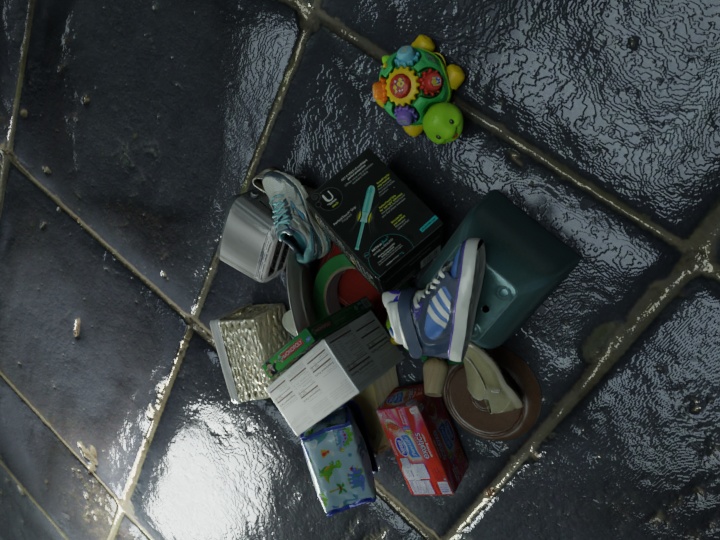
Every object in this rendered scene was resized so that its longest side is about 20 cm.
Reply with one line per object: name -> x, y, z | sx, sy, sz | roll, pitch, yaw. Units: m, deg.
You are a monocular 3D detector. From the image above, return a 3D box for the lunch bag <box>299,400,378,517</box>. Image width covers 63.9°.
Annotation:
lunch bag -> -0.041, 0.362, 1.165 | 0.127, 0.200, 0.171 | -17, 94, -3

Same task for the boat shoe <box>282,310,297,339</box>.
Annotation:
boat shoe -> -0.089, 0.163, 1.266 | 0.200, 0.073, 0.062 | 40, 163, 7

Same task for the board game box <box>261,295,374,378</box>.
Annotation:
board game box -> -0.073, 0.118, 1.049 | 0.134, 0.200, 0.029 | -41, 81, 32

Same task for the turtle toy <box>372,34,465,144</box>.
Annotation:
turtle toy -> 0.102, -0.298, 0.985 | 0.200, 0.101, 0.146 | 48, 122, 10

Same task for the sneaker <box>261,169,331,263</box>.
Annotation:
sneaker -> -0.135, -0.104, 1.132 | 0.077, 0.086, 0.200 | -28, 98, 42

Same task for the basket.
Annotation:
basket -> -0.228, 0.180, 1.296 | 0.123, 0.135, 0.201 | -10, 99, 30

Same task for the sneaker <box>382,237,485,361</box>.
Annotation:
sneaker -> 0.098, 0.035, 0.858 | 0.146, 0.081, 0.201 | 15, 117, 22

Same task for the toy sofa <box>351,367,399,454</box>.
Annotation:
toy sofa -> 0.029, 0.271, 1.213 | 0.083, 0.097, 0.201 | -1, 105, 55

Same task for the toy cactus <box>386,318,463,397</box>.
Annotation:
toy cactus -> 0.132, 0.144, 1.044 | 0.199, 0.166, 0.102 | 19, 154, -19

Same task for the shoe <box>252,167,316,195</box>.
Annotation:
shoe -> -0.139, -0.150, 1.197 | 0.200, 0.053, 0.070 | 31, 117, 19

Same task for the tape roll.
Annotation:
tape roll -> 0.002, 0.058, 1.135 | 0.200, 0.048, 0.202 | 9, 108, 28

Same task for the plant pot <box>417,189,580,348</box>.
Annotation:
plant pot -> 0.209, 0.011, 0.954 | 0.196, 0.200, 0.196 | 41, 120, 13

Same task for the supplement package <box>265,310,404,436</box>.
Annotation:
supplement package -> -0.047, 0.190, 1.070 | 0.200, 0.156, 0.111 | -42, 80, 37

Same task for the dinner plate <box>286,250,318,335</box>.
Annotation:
dinner plate -> -0.112, 0.058, 1.163 | 0.024, 0.200, 0.201 | -10, 100, 8

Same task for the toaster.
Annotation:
toaster -> -0.221, -0.064, 1.234 | 0.129, 0.114, 0.201 | 32, 122, 16

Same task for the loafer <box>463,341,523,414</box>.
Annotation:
loafer -> 0.210, 0.183, 0.993 | 0.068, 0.076, 0.200 | -37, 113, 6

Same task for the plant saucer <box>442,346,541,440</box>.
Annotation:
plant saucer -> 0.240, 0.239, 1.100 | 0.199, 0.034, 0.201 | 9, 109, 27

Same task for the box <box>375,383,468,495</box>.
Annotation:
box -> 0.125, 0.334, 1.146 | 0.099, 0.095, 0.201 | -17, 101, 34

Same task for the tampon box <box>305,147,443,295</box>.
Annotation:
tampon box -> 0.029, -0.081, 1.026 | 0.150, 0.126, 0.200 | -39, 70, -6

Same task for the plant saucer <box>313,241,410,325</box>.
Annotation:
plant saucer -> 0.000, 0.000, 1.170 | 0.199, 0.037, 0.201 | 33, 119, 19
